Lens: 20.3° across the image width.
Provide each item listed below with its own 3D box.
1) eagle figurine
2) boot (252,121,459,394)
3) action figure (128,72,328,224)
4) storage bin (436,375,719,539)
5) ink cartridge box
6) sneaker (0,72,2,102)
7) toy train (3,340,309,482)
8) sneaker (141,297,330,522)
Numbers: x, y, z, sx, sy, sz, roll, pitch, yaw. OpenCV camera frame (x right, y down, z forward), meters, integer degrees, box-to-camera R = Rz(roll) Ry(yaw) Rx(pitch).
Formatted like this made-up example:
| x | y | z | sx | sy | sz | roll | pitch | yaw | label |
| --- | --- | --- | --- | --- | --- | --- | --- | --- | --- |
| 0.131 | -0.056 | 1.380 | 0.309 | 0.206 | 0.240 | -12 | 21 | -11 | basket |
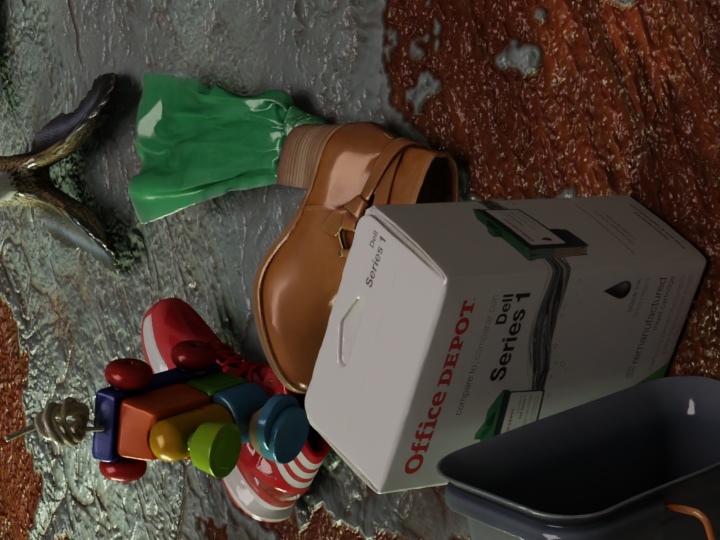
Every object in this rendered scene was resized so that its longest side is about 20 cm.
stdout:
| x | y | z | sx | sy | sz | roll | pitch | yaw | label |
| --- | --- | --- | --- | --- | --- | --- | --- | --- | --- |
| -0.274 | -0.079 | 1.727 | 0.198 | 0.152 | 0.152 | -1 | 137 | 25 | eagle figurine |
| 0.000 | 0.000 | 1.382 | 0.154 | 0.073 | 0.202 | 15 | 108 | 48 | boot |
| -0.096 | -0.098 | 1.515 | 0.199 | 0.054 | 0.119 | -1 | 91 | 47 | action figure |
| 0.157 | 0.156 | 1.094 | 0.145 | 0.199 | 0.136 | 14 | 116 | 52 | storage bin |
| 0.083 | 0.040 | 1.160 | 0.084 | 0.199 | 0.147 | 43 | 127 | 43 | ink cartridge box |
| -0.371 | -0.237 | 1.860 | 0.071 | 0.072 | 0.202 | -45 | 58 | 50 | sneaker |
| -0.134 | 0.114 | 1.384 | 0.115 | 0.199 | 0.086 | 15 | 107 | 34 | toy train |
| -0.081 | 0.078 | 1.512 | 0.201 | 0.078 | 0.116 | 54 | 126 | 19 | sneaker |
